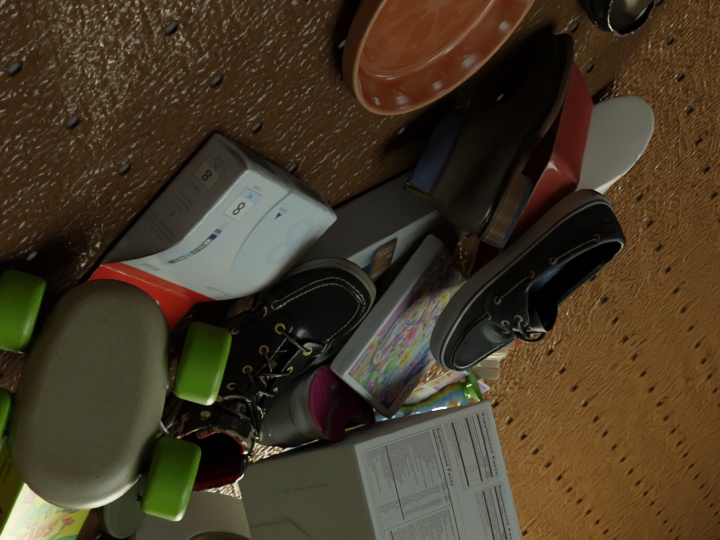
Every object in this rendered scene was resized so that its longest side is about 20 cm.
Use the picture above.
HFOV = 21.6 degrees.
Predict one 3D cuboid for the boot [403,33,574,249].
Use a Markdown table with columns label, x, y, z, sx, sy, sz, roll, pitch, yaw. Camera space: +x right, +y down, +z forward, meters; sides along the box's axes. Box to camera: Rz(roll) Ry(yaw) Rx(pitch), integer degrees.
| label | x | y | z | sx | sy | sz | roll | pitch | yaw |
| --- | --- | --- | --- | --- | --- | --- | --- | --- | --- |
| boot | 0.109 | -0.126 | 1.563 | 0.075 | 0.096 | 0.201 | 121 | -9 | -68 |

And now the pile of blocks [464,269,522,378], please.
| label | x | y | z | sx | sy | sz | roll | pitch | yaw |
| --- | --- | --- | --- | --- | --- | --- | --- | --- | --- |
| pile of blocks | 0.132 | 0.048 | 1.857 | 0.062 | 0.083 | 0.200 | 1 | 159 | -8 |

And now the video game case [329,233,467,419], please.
| label | x | y | z | sx | sy | sz | roll | pitch | yaw |
| --- | --- | --- | --- | --- | --- | --- | --- | --- | --- |
| video game case | 0.043 | 0.054 | 1.677 | 0.144 | 0.018 | 0.200 | -53 | 161 | -4 |

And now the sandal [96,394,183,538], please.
| label | x | y | z | sx | sy | sz | roll | pitch | yaw |
| --- | --- | --- | --- | --- | --- | --- | --- | --- | --- |
| sandal | -0.157 | 0.158 | 1.625 | 0.201 | 0.057 | 0.080 | -51 | 155 | 16 |

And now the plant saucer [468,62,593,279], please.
| label | x | y | z | sx | sy | sz | roll | pitch | yaw |
| --- | --- | --- | --- | --- | --- | --- | --- | --- | --- |
| plant saucer | 0.148 | -0.056 | 1.643 | 0.200 | 0.036 | 0.201 | -69 | -176 | -59 |

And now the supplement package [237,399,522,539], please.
| label | x | y | z | sx | sy | sz | roll | pitch | yaw |
| --- | --- | --- | --- | --- | --- | --- | --- | --- | --- |
| supplement package | 0.021 | 0.218 | 1.707 | 0.151 | 0.152 | 0.199 | -15 | 178 | 41 |

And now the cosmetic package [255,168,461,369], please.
| label | x | y | z | sx | sy | sz | roll | pitch | yaw |
| --- | --- | --- | --- | --- | --- | --- | --- | --- | --- |
| cosmetic package | 0.000 | 0.000 | 1.625 | 0.199 | 0.052 | 0.151 | -29 | 155 | -31 |

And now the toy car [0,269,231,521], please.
| label | x | y | z | sx | sy | sz | roll | pitch | yaw |
| --- | --- | --- | --- | --- | --- | --- | --- | --- | --- |
| toy car | -0.191 | 0.098 | 1.354 | 0.200 | 0.163 | 0.159 | 125 | -20 | -76 |

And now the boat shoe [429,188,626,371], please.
| label | x | y | z | sx | sy | sz | roll | pitch | yaw |
| --- | --- | --- | --- | --- | --- | --- | --- | --- | --- |
| boat shoe | 0.140 | 0.023 | 1.550 | 0.200 | 0.066 | 0.070 | -43 | 140 | 15 |

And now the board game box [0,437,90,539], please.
| label | x | y | z | sx | sy | sz | roll | pitch | yaw |
| --- | --- | --- | --- | --- | --- | --- | --- | --- | --- |
| board game box | -0.265 | 0.186 | 1.511 | 0.101 | 0.048 | 0.201 | -16 | 144 | -46 |

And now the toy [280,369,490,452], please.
| label | x | y | z | sx | sy | sz | roll | pitch | yaw |
| --- | --- | --- | --- | --- | --- | --- | --- | --- | --- |
| toy | 0.033 | 0.162 | 1.877 | 0.199 | 0.048 | 0.115 | -29 | 158 | 11 |

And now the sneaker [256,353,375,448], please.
| label | x | y | z | sx | sy | sz | roll | pitch | yaw |
| --- | --- | --- | --- | --- | --- | --- | --- | --- | --- |
| sneaker | -0.046 | 0.115 | 1.718 | 0.087 | 0.082 | 0.200 | -13 | 178 | 17 |

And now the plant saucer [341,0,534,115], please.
| label | x | y | z | sx | sy | sz | roll | pitch | yaw |
| --- | --- | --- | --- | --- | --- | --- | --- | --- | --- |
| plant saucer | 0.063 | -0.203 | 1.410 | 0.200 | 0.032 | 0.201 | -34 | 155 | -19 |

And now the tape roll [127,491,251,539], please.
| label | x | y | z | sx | sy | sz | roll | pitch | yaw |
| --- | --- | --- | --- | --- | --- | --- | --- | --- | --- |
| tape roll | -0.144 | 0.325 | 1.746 | 0.202 | 0.203 | 0.140 | -14 | 144 | -49 |

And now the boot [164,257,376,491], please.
| label | x | y | z | sx | sy | sz | roll | pitch | yaw |
| --- | --- | --- | --- | --- | --- | --- | --- | --- | --- |
| boot | -0.078 | 0.083 | 1.475 | 0.199 | 0.073 | 0.151 | -28 | -153 | 36 |

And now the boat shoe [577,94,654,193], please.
| label | x | y | z | sx | sy | sz | roll | pitch | yaw |
| --- | --- | --- | --- | --- | --- | --- | --- | --- | --- |
| boat shoe | 0.202 | -0.084 | 1.794 | 0.201 | 0.072 | 0.069 | -54 | 177 | 6 |

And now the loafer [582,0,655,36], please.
| label | x | y | z | sx | sy | sz | roll | pitch | yaw |
| --- | --- | --- | --- | --- | --- | --- | --- | --- | --- |
| loafer | 0.235 | -0.256 | 1.543 | 0.073 | 0.071 | 0.201 | -33 | 154 | -23 |

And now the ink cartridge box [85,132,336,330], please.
| label | x | y | z | sx | sy | sz | roll | pitch | yaw |
| --- | --- | --- | --- | --- | --- | --- | --- | --- | --- |
| ink cartridge box | -0.125 | 0.001 | 1.426 | 0.200 | 0.047 | 0.160 | -49 | 156 | 7 |
